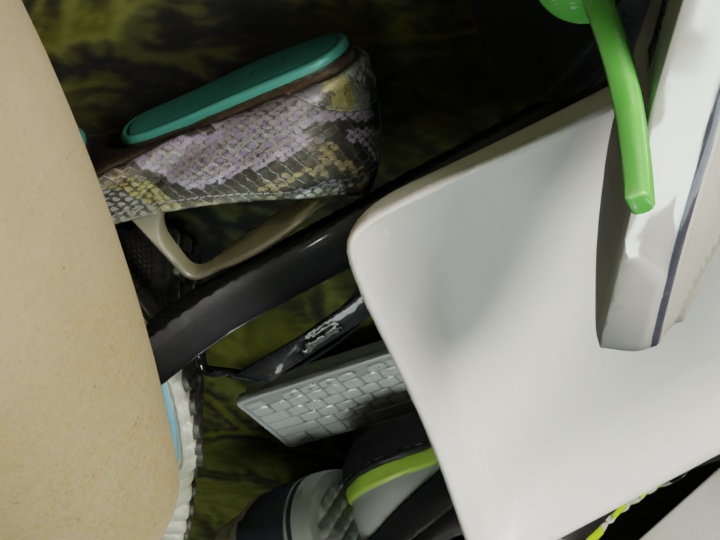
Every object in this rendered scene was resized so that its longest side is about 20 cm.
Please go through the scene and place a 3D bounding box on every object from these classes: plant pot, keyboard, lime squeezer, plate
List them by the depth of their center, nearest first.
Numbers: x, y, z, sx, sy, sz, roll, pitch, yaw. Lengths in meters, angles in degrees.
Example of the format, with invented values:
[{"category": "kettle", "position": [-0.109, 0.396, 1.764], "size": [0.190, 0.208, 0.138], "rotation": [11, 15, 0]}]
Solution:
[{"category": "lime squeezer", "position": [0.043, -0.089, 0.653], "size": [0.070, 0.200, 0.038], "rotation": [-30, 134, -18]}, {"category": "plant pot", "position": [-0.143, 0.016, 0.682], "size": [0.186, 0.188, 0.200], "rotation": [-20, 125, 20]}, {"category": "plate", "position": [0.102, -0.001, 0.766], "size": [0.199, 0.032, 0.201], "rotation": [-28, 137, -4]}, {"category": "keyboard", "position": [0.048, 0.036, 0.938], "size": [0.199, 0.011, 0.056], "rotation": [-18, 144, 17]}]

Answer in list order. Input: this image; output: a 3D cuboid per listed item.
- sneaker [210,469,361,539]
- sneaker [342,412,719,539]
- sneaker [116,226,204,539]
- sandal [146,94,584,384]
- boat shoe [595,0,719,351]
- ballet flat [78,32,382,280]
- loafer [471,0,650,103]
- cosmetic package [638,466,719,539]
[{"category": "sneaker", "position": [0.012, 0.139, 1.039], "size": [0.079, 0.079, 0.199], "rotation": [-20, 149, 35]}, {"category": "sneaker", "position": [0.087, 0.101, 0.967], "size": [0.198, 0.083, 0.072], "rotation": [-9, 159, -10]}, {"category": "sneaker", "position": [-0.108, 0.054, 0.894], "size": [0.089, 0.079, 0.201], "rotation": [2, 145, -7]}, {"category": "sandal", "position": [0.000, 0.000, 0.783], "size": [0.199, 0.043, 0.076], "rotation": [-29, -175, -3]}, {"category": "boat shoe", "position": [0.112, -0.054, 0.636], "size": [0.065, 0.072, 0.201], "rotation": [10, 125, -2]}, {"category": "ballet flat", "position": [-0.084, -0.023, 0.779], "size": [0.199, 0.072, 0.072], "rotation": [-15, 145, 10]}, {"category": "loafer", "position": [0.112, -0.127, 0.683], "size": [0.072, 0.073, 0.200], "rotation": [-10, 159, -37]}, {"category": "cosmetic package", "position": [0.140, 0.209, 1.037], "size": [0.199, 0.123, 0.200], "rotation": [-35, 164, -34]}]
